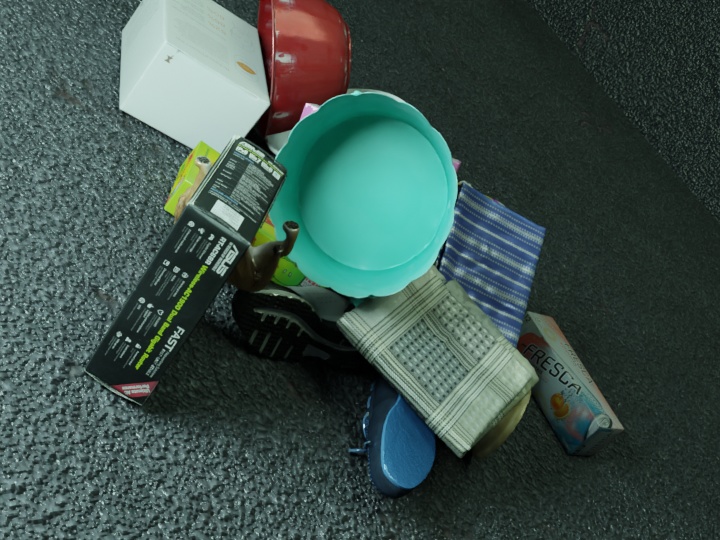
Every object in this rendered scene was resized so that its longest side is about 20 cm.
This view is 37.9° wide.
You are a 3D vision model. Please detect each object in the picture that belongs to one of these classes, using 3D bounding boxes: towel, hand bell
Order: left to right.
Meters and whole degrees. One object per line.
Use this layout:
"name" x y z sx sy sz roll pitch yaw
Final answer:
"hand bell" 0.086 0.113 1.195 0.199 0.104 0.104 38 26 -6
"towel" 0.092 0.083 1.126 0.193 0.035 0.200 46 36 10
"towel" 0.150 0.011 1.266 0.144 0.024 0.202 25 71 -25

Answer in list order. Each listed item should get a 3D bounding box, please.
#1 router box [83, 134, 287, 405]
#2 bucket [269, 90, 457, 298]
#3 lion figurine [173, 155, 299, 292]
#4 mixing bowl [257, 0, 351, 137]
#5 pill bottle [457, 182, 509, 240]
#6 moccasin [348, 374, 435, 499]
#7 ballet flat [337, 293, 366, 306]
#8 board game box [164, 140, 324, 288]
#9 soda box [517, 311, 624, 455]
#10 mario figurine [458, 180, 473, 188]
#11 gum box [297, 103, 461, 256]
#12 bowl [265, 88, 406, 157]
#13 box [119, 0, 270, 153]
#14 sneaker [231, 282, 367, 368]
"router box" -0.149 -0.002 0.911 0.062 0.201 0.150 33 28 -10
"bucket" 0.006 -0.080 1.103 0.207 0.207 0.135 43 7 0
"lion figurine" -0.132 -0.033 1.048 0.072 0.124 0.200 -2 37 -31
"mixing bowl" -0.072 -0.270 1.345 0.107 0.202 0.201 1 39 -11
"pill bottle" 0.083 -0.070 1.315 0.198 0.105 0.105 22 32 -25
"moccasin" 0.036 0.168 1.081 0.080 0.068 0.201 45 26 -13
"ballet flat" 0.000 0.000 1.281 0.072 0.072 0.202 18 37 -41
"board game box" -0.122 -0.055 1.205 0.199 0.048 0.102 35 28 -17
"soda box" 0.273 0.153 1.440 0.068 0.064 0.201 13 39 -46
"mario figurine" 0.139 -0.103 1.575 0.200 0.106 0.123 40 -10 -23
"gum box" 0.004 -0.107 1.205 0.198 0.115 0.066 22 9 4
"bowl" -0.023 -0.157 1.403 0.198 0.091 0.202 -5 35 4
"box" -0.209 -0.255 1.309 0.151 0.106 0.201 28 29 -29
"sneaker" -0.066 0.050 1.120 0.199 0.074 0.080 23 21 -46
